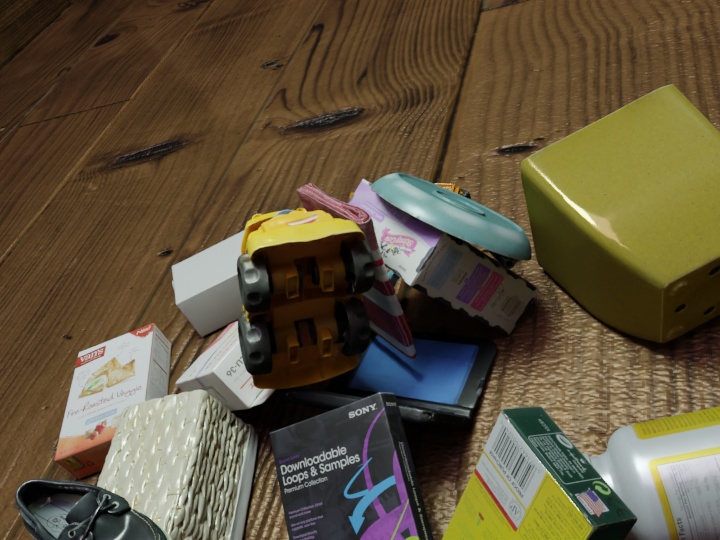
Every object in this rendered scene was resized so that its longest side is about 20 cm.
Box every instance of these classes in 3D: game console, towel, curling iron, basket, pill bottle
[{"bbox_3d":[0.034,0.115,0.781,0.200,0.176,0.117,2,77,31],"label":"game console"},{"bbox_3d":[0.000,0.000,0.775,0.023,0.200,0.144,-34,36,-17],"label":"towel"},{"bbox_3d":[0.182,-0.030,0.835,0.049,0.026,0.200,1,10,11],"label":"curling iron"},{"bbox_3d":[-0.214,0.252,0.764,0.135,0.123,0.200,-15,43,16],"label":"basket"},{"bbox_3d":[0.283,0.181,0.570,0.200,0.112,0.112,-16,41,14],"label":"pill bottle"}]

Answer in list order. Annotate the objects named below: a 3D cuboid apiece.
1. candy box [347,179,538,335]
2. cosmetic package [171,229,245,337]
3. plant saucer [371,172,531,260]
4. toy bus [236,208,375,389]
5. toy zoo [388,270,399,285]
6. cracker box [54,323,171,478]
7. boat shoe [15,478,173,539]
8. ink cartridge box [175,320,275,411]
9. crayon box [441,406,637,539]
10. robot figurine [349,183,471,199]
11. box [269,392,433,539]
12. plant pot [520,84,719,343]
[{"bbox_3d":[0.093,-0.016,0.810,0.072,0.200,0.168,-58,42,8],"label":"candy box"},{"bbox_3d":[-0.185,0.004,1.039,0.200,0.085,0.108,-26,39,3],"label":"cosmetic package"},{"bbox_3d":[0.108,-0.068,0.761,0.200,0.200,0.027,41,112,48],"label":"plant saucer"},{"bbox_3d":[-0.076,-0.001,0.734,0.135,0.200,0.192,-9,42,-16],"label":"toy bus"},{"bbox_3d":[-0.034,0.044,0.935,0.200,0.020,0.131,-25,38,18],"label":"toy zoo"},{"bbox_3d":[-0.352,0.183,0.965,0.134,0.058,0.200,-22,40,7],"label":"cracker box"},{"bbox_3d":[-0.267,0.244,0.649,0.199,0.066,0.075,8,38,36],"label":"boat shoe"},{"bbox_3d":[-0.147,0.114,0.842,0.117,0.068,0.200,-51,15,-31],"label":"ink cartridge box"},{"bbox_3d":[0.138,0.235,0.578,0.051,0.200,0.127,2,32,-28],"label":"crayon box"},{"bbox_3d":[0.070,-0.081,1.005,0.200,0.058,0.145,-4,47,27],"label":"robot figurine"},{"bbox_3d":[-0.009,0.236,0.650,0.143,0.036,0.200,-25,65,23],"label":"box"},{"bbox_3d":[0.321,-0.040,0.734,0.194,0.196,0.200,-27,49,0],"label":"plant pot"}]
